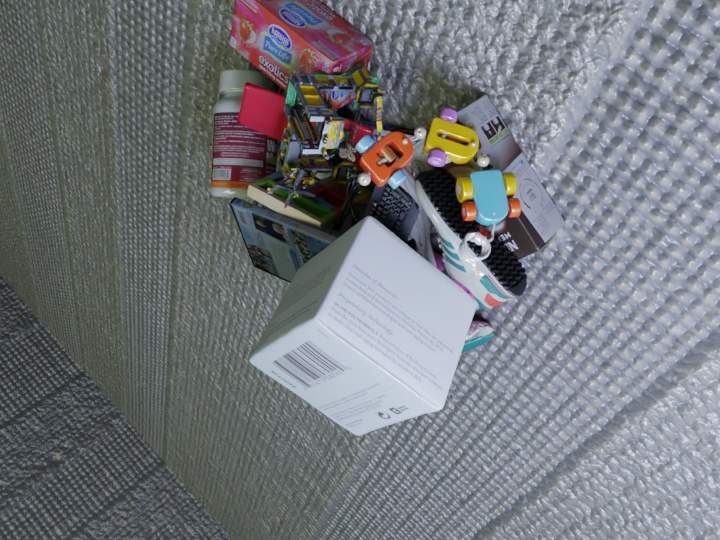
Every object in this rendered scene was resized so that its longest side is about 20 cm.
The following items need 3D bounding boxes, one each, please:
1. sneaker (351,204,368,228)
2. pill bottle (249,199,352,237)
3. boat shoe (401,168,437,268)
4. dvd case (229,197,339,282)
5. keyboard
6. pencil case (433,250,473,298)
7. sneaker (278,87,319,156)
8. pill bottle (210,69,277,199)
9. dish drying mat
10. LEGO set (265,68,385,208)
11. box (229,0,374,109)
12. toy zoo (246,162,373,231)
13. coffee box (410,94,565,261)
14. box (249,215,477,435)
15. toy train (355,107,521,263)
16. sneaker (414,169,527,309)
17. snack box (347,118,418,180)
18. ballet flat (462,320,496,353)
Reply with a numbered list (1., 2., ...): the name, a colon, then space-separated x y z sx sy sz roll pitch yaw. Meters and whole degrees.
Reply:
1. sneaker: 0.000 0.000 1.060 0.090 0.076 0.203 5 105 39
2. pill bottle: -0.094 -0.083 1.198 0.199 0.115 0.117 17 131 40
3. boat shoe: 0.062 -0.055 1.006 0.070 0.069 0.202 -17 89 36
4. dvd case: -0.101 -0.025 1.032 0.198 0.018 0.144 22 146 27
5. keyboard: 0.007 -0.054 0.961 0.127 0.020 0.201 45 137 22
6. pencil case: 0.098 0.011 1.085 0.199 0.090 0.094 36 106 26
7. sneaker: -0.101 -0.243 1.123 0.201 0.077 0.092 101 162 -58
8. pill bottle: -0.191 -0.221 1.145 0.109 0.109 0.203 7 96 45
9. dish drying mat: -0.083 -0.216 1.034 0.198 0.018 0.077 19 132 -7
10. LEGO set: -0.038 -0.172 0.945 0.201 0.152 0.117 -61 39 38
11. box: -0.089 -0.331 1.007 0.200 0.095 0.100 42 141 16
12. toy zoo: -0.066 -0.123 1.067 0.130 0.200 0.021 29 122 17
13. coffee box: 0.164 -0.110 0.916 0.201 0.080 0.113 56 143 -3
14. box: 0.003 0.080 0.900 0.199 0.172 0.199 36 144 -15
15. toy train: 0.093 -0.104 0.828 0.200 0.150 0.056 43 165 3
16. sneaker: 0.122 -0.032 0.896 0.200 0.070 0.093 50 139 0
17. snack box: 0.017 -0.190 1.063 0.199 0.024 0.073 19 130 39
18. ballet flat: 0.144 0.116 1.138 0.072 0.072 0.200 50 144 5
